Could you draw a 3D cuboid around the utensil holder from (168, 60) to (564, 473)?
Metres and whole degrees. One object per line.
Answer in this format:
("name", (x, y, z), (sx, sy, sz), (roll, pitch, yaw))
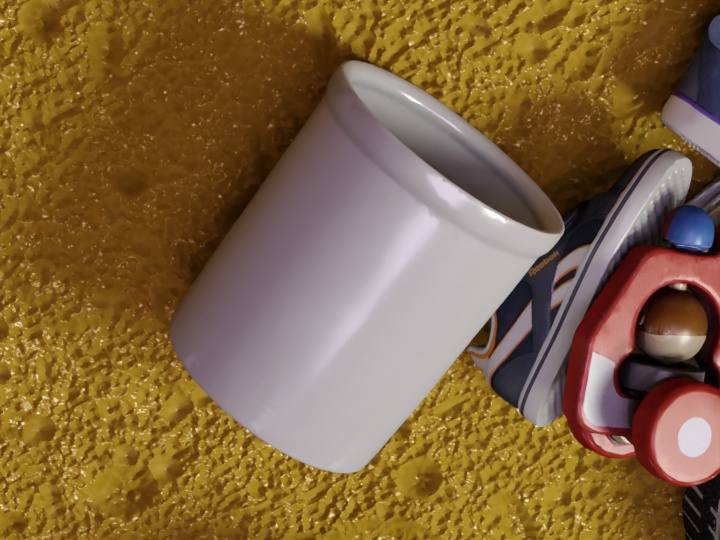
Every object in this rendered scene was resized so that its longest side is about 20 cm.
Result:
("utensil holder", (0.000, 0.000, 1.349), (0.170, 0.170, 0.200), (31, 108, -17))

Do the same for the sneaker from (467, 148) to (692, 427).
("sneaker", (0.133, -0.002, 1.396), (0.079, 0.078, 0.200), (37, 108, 25))

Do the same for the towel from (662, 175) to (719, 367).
("towel", (0.281, 0.020, 1.454), (0.171, 0.048, 0.200), (-37, 111, 12))

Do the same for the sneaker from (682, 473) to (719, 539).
("sneaker", (0.271, 0.203, 1.506), (0.080, 0.074, 0.200), (-17, 133, -8))

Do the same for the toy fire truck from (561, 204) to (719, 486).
("toy fire truck", (0.225, 0.048, 1.375), (0.199, 0.112, 0.169), (9, 93, -23))

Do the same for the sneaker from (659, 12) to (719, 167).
("sneaker", (0.299, -0.102, 1.347), (0.200, 0.081, 0.147), (37, 94, 21))
